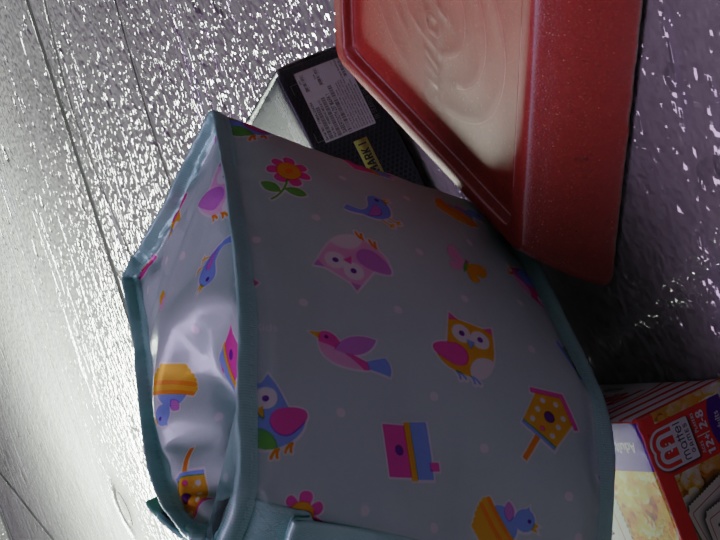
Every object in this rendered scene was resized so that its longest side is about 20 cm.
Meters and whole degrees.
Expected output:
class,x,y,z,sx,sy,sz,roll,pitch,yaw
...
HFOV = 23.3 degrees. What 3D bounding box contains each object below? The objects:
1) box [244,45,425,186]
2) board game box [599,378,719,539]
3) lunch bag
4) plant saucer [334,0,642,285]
class,x,y,z,sx,sy,sz,roll,pitch,yaw
box,0.000,0.000,0.928,0.201,0.051,0.158,65,161,7
board game box,0.135,0.147,0.749,0.201,0.046,0.151,68,160,-3
lunch bag,0.001,0.052,0.704,0.122,0.170,0.200,-57,31,31
plant saucer,0.040,-0.115,0.727,0.200,0.037,0.200,49,154,38
